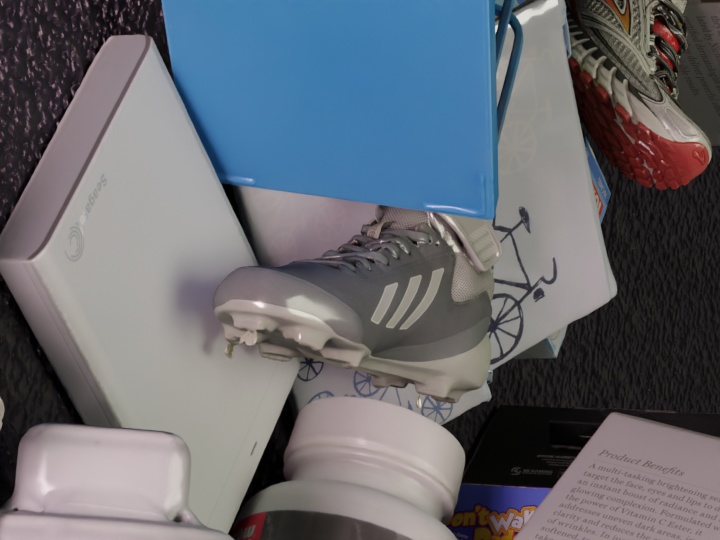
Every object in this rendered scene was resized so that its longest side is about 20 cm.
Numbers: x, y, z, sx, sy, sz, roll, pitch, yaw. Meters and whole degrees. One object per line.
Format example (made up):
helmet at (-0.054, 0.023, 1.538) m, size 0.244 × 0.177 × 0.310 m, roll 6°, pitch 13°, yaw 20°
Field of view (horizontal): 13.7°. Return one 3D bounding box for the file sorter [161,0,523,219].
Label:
file sorter at (-0.002, -0.138, 1.270) m, size 0.200 × 0.139 × 0.123 m, roll 85°, pitch 16°, yaw -53°

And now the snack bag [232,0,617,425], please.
snack bag at (0.038, -0.014, 1.427) m, size 0.200 × 0.021 × 0.189 m, roll -29°, pitch 124°, yaw -24°

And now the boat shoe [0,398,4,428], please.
boat shoe at (-0.159, 0.052, 1.081) m, size 0.071 × 0.069 × 0.200 m, roll -29°, pitch 116°, yaw -59°

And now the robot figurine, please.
robot figurine at (-0.106, 0.160, 1.146) m, size 0.170 × 0.113 × 0.200 m, roll 115°, pitch -21°, yaw -84°

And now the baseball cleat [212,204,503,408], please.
baseball cleat at (0.000, 0.000, 1.338) m, size 0.200 × 0.070 × 0.107 m, roll 23°, pitch 76°, yaw -61°

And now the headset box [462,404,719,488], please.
headset box at (0.147, 0.159, 1.629) m, size 0.077 × 0.149 × 0.200 m, roll -58°, pitch 142°, yaw -47°

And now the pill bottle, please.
pill bottle at (-0.014, 0.163, 1.339) m, size 0.111 × 0.111 × 0.200 m, roll 55°, pitch 43°, yaw -51°

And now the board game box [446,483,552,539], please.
board game box at (0.084, 0.170, 1.515) m, size 0.200 × 0.134 × 0.045 m, roll 53°, pitch 46°, yaw -53°

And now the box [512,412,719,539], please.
box at (0.120, 0.189, 1.338) m, size 0.200 × 0.106 × 0.152 m, roll -47°, pitch 139°, yaw -40°

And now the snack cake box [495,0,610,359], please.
snack cake box at (0.057, -0.059, 1.526) m, size 0.200 × 0.067 × 0.115 m, roll 61°, pitch 38°, yaw -45°

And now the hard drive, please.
hard drive at (-0.086, 0.017, 1.281) m, size 0.200 × 0.026 × 0.132 m, roll 67°, pitch 35°, yaw -42°

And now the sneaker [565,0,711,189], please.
sneaker at (0.138, -0.123, 1.565) m, size 0.200 × 0.082 × 0.078 m, roll 64°, pitch 1°, yaw 42°

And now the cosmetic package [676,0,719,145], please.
cosmetic package at (0.224, -0.178, 1.712) m, size 0.165 × 0.200 × 0.165 m, roll 51°, pitch 46°, yaw -53°
